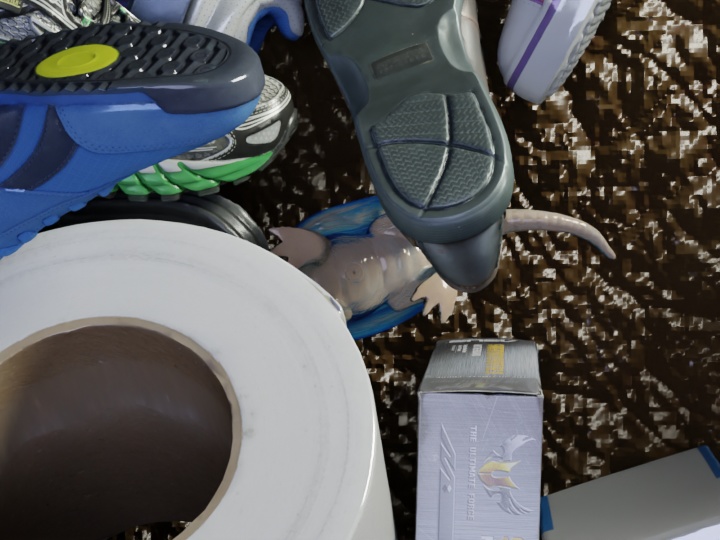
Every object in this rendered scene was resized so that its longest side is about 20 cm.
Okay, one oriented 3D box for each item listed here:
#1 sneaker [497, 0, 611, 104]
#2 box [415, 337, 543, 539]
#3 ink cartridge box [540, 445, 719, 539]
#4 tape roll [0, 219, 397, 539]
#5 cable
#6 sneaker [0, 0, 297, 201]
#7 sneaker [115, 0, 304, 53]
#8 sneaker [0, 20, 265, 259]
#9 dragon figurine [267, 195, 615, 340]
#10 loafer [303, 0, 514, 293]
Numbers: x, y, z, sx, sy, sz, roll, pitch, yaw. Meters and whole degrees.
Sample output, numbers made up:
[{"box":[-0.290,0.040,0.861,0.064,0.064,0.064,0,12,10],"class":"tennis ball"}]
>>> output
[{"box":[0.070,-0.176,0.801,0.113,0.073,0.202,20,85,6],"class":"sneaker"},{"box":[0.047,0.135,0.780,0.048,0.158,0.202,2,94,4],"class":"box"},{"box":[0.140,0.188,0.784,0.083,0.145,0.202,-18,94,5],"class":"ink cartridge box"},{"box":[-0.085,0.101,0.710,0.200,0.140,0.204,-4,52,5],"class":"tape roll"},{"box":[-0.126,-0.028,0.796,0.198,0.050,0.098,-6,114,28],"class":"cable"},{"box":[-0.117,-0.088,0.738,0.198,0.078,0.086,18,117,-7],"class":"sneaker"},{"box":[-0.120,-0.090,0.811,0.200,0.081,0.147,-39,87,1],"class":"sneaker"},{"box":[-0.124,-0.038,0.693,0.198,0.066,0.079,-8,114,13],"class":"sneaker"},{"box":[0.000,0.000,0.821,0.198,0.099,0.059,-19,92,-14],"class":"dragon figurine"},{"box":[0.020,-0.080,0.781,0.071,0.063,0.201,-13,53,4],"class":"loafer"}]
